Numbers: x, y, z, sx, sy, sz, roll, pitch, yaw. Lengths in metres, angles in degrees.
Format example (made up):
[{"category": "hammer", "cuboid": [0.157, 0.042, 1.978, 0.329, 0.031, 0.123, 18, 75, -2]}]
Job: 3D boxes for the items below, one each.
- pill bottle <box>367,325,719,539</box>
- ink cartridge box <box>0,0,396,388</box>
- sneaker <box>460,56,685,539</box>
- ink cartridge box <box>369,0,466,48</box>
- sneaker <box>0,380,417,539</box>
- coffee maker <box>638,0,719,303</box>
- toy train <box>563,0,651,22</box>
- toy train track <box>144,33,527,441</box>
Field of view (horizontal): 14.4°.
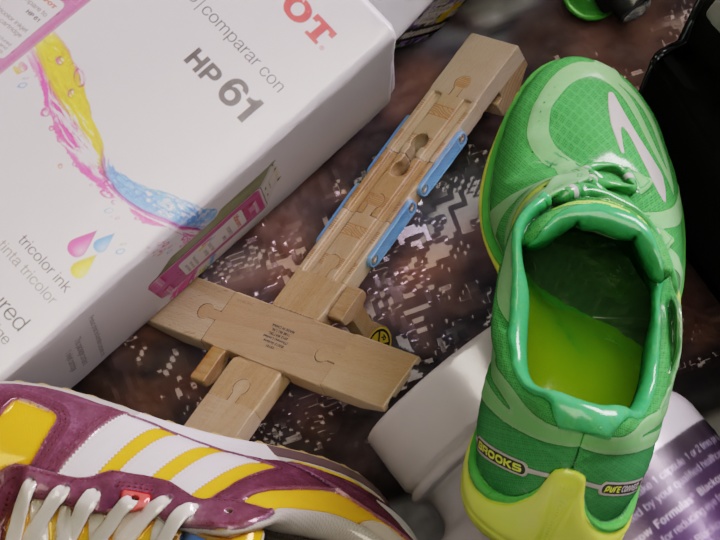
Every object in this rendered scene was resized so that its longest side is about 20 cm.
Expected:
[{"category": "pill bottle", "cuboid": [0.094, 0.111, 0.956, 0.111, 0.111, 0.200, -36, 81, -11]}, {"category": "ink cartridge box", "cuboid": [-0.105, -0.059, 0.999, 0.200, 0.085, 0.145, -42, 80, -12]}, {"category": "sneaker", "cuboid": [0.077, 0.000, 0.904, 0.074, 0.084, 0.200, 13, 46, -7]}, {"category": "ink cartridge box", "cuboid": [0.045, -0.184, 1.004, 0.200, 0.050, 0.109, -45, 80, 25]}, {"category": "sneaker", "cuboid": [-0.072, 0.083, 0.905, 0.200, 0.090, 0.075, 7, 99, -15]}, {"category": "coffee maker", "cuboid": [0.178, 0.004, 0.968, 0.135, 0.192, 0.200, 0, 49, -41]}, {"category": "toy train", "cuboid": [0.053, -0.179, 1.065, 0.056, 0.042, 0.200, -35, 80, -21]}, {"category": "toy train track", "cuboid": [0.000, 0.000, 1.017, 0.115, 0.033, 0.200, 19, 64, 38]}]
